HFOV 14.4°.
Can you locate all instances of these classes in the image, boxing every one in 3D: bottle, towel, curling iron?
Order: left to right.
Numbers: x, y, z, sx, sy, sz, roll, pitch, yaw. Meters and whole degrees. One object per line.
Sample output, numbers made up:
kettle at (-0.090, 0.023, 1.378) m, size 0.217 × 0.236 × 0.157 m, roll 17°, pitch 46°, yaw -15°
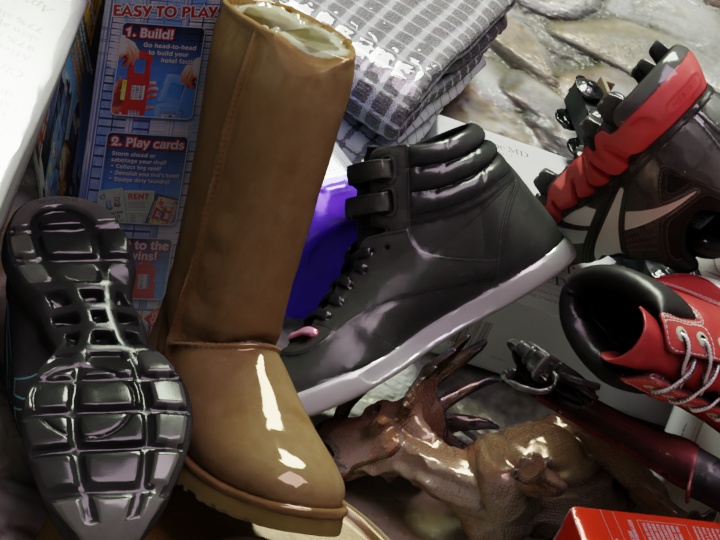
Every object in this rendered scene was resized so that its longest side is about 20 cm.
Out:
bottle at (-0.063, -0.067, 1.467) m, size 0.065 × 0.084 × 0.200 m, roll -15°, pitch 51°, yaw -32°
towel at (-0.011, -0.152, 1.606) m, size 0.165 × 0.086 × 0.200 m, roll 32°, pitch 35°, yaw 6°
curling iron at (0.146, 0.089, 1.287) m, size 0.200 × 0.026 × 0.050 m, roll 32°, pitch 2°, yaw 13°

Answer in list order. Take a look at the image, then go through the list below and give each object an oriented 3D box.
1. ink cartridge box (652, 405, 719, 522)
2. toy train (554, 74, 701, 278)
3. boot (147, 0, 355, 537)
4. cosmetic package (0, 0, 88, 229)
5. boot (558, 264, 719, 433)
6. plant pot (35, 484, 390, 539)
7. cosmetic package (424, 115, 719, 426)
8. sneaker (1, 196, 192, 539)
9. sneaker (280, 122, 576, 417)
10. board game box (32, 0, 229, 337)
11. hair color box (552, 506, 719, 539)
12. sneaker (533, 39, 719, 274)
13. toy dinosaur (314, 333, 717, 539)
ink cartridge box at (0.260, 0.086, 1.430) m, size 0.200 × 0.084 × 0.145 m, roll 25°, pitch 71°, yaw -4°
toy train at (0.147, -0.040, 1.527) m, size 0.046 × 0.034 × 0.200 m, roll 14°, pitch 36°, yaw -24°
boot at (-0.040, -0.004, 1.253) m, size 0.066 × 0.201 × 0.175 m, roll 6°, pitch 17°, yaw -36°
cosmetic package at (-0.237, -0.048, 1.257) m, size 0.167 × 0.167 × 0.200 m, roll 23°, pitch 35°, yaw -6°
boot at (0.184, 0.064, 1.282) m, size 0.200 × 0.073 × 0.144 m, roll 35°, pitch 12°, yaw 28°
plant pot at (-0.047, 0.148, 1.255) m, size 0.199 × 0.028 × 0.200 m, roll 17°, pitch 36°, yaw -13°
cosmetic package at (0.125, 0.006, 1.528) m, size 0.199 × 0.052 × 0.151 m, roll 18°, pitch 34°, yaw -14°
sneaker at (-0.120, 0.057, 1.269) m, size 0.075 × 0.079 × 0.200 m, roll 0°, pitch 43°, yaw -13°
sneaker at (0.000, 0.000, 1.366) m, size 0.200 × 0.071 × 0.099 m, roll -32°, pitch 97°, yaw -18°
board game box at (-0.113, -0.106, 1.378) m, size 0.061 × 0.200 × 0.200 m, roll 3°, pitch 41°, yaw -17°
hair color box at (0.169, 0.172, 1.302) m, size 0.199 × 0.102 × 0.061 m, roll 10°, pitch 38°, yaw -25°
sneaker at (0.140, -0.034, 1.398) m, size 0.098 × 0.200 × 0.071 m, roll 43°, pitch 66°, yaw 2°
toy dinosaur at (0.086, 0.096, 1.365) m, size 0.200 × 0.086 × 0.136 m, roll 15°, pitch 24°, yaw -30°
